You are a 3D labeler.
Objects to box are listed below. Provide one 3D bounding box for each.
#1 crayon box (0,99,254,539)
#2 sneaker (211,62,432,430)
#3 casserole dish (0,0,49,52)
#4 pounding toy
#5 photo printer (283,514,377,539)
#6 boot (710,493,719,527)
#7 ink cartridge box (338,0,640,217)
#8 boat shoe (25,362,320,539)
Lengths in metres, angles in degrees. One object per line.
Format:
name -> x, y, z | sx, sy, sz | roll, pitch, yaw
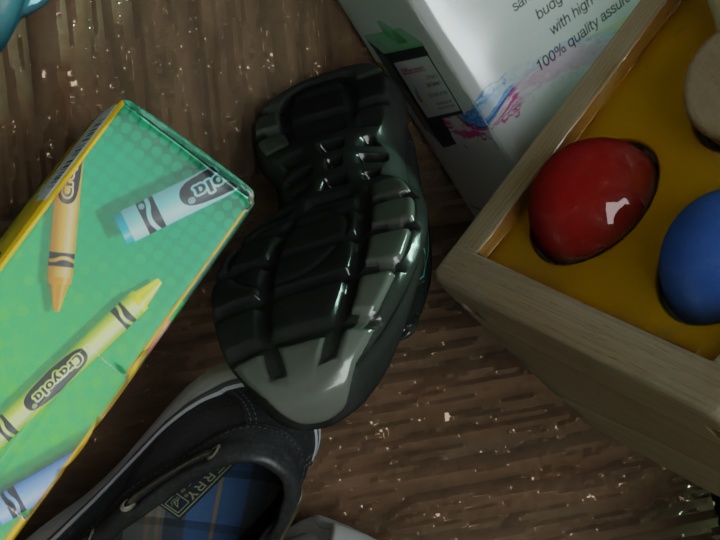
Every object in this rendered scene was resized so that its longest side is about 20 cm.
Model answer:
crayon box -> -0.124, 0.040, 0.708 | 0.058, 0.119, 0.200 | 37, 82, -10
sneaker -> 0.000, 0.000, 0.729 | 0.075, 0.200, 0.079 | -15, 119, 14
casserole dish -> -0.190, -0.139, 0.709 | 0.199, 0.039, 0.122 | 15, 91, -24
pounding toy -> 0.133, -0.043, 0.696 | 0.142, 0.184, 0.200 | 42, 81, -34
photo printer -> -0.021, 0.207, 0.799 | 0.166, 0.069, 0.200 | 46, 78, -20
boot -> 0.223, 0.026, 0.870 | 0.168, 0.076, 0.201 | -35, 131, -31
ink cartridge box -> 0.085, -0.102, 0.799 | 0.145, 0.084, 0.200 | -38, 109, -13
boat shoe -> -0.083, 0.119, 0.726 | 0.070, 0.066, 0.200 | 38, 110, -17
